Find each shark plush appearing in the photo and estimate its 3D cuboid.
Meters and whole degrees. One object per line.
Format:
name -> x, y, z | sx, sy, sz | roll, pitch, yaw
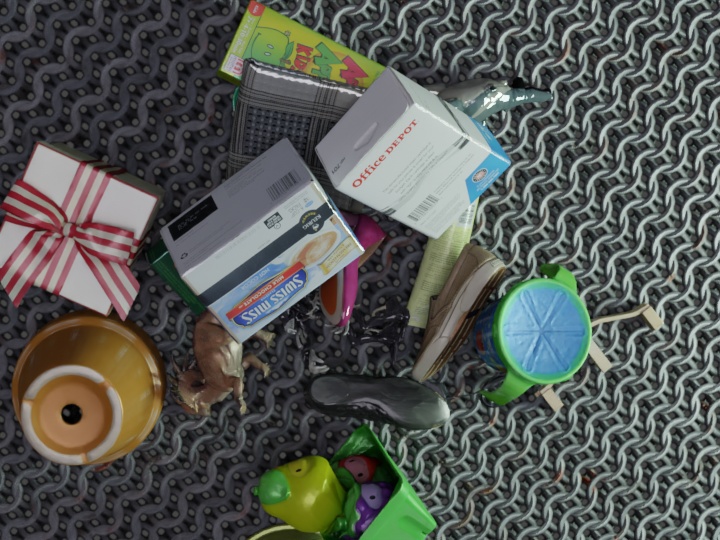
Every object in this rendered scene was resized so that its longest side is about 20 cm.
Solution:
shark plush -> 0.155, -0.214, 1.669 | 0.199, 0.091, 0.084 | -22, 119, -22

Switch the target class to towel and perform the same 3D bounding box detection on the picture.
towel -> -0.068, -0.165, 1.604 | 0.198, 0.035, 0.194 | 13, 129, -4

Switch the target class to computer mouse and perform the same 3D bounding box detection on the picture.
computer mouse -> 0.129, 0.170, 1.709 | 0.198, 0.034, 0.059 | -10, 88, -5

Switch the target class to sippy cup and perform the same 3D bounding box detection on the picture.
sippy cup -> 0.215, 0.083, 1.646 | 0.177, 0.130, 0.141 | -25, 93, -19

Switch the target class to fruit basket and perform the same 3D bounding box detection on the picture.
fruit basket -> -0.027, 0.286, 1.625 | 0.215, 0.216, 0.156 | 40, 92, -8

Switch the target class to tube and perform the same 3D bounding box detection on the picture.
tube -> 0.112, -0.017, 1.681 | 0.058, 0.052, 0.202 | 19, 102, 33

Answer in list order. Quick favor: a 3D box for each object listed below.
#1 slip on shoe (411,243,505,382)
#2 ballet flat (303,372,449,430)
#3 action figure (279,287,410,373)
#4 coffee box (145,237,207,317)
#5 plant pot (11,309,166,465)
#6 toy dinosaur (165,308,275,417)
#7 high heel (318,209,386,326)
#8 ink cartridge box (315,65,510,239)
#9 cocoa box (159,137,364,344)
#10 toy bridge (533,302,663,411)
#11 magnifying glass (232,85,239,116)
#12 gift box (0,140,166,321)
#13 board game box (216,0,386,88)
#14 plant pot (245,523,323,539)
slip on shoe -> 0.116, 0.056, 1.655 | 0.060, 0.076, 0.201 | 39, 116, 20
ballet flat -> 0.022, 0.172, 1.668 | 0.198, 0.057, 0.067 | 12, 77, -7
action figure -> -0.039, 0.069, 1.643 | 0.198, 0.103, 0.119 | 10, 141, -12
coffee box -> -0.165, -0.037, 1.634 | 0.200, 0.044, 0.123 | -39, 121, 3
plant pot -> -0.353, 0.162, 1.593 | 0.198, 0.183, 0.202 | 0, 97, -4
toy dinosaur -> -0.191, 0.107, 1.633 | 0.134, 0.086, 0.202 | 9, 98, 20
high heel -> 0.000, 0.000, 1.604 | 0.096, 0.201, 0.067 | 20, 136, -23
ink cartridge box -> 0.066, -0.142, 1.560 | 0.199, 0.086, 0.146 | 25, 118, -42
cocoa box -> -0.121, -0.037, 1.543 | 0.199, 0.134, 0.131 | -36, 125, 1
toy bridge -> 0.317, 0.109, 1.718 | 0.200, 0.027, 0.067 | -39, 96, 1
magnifying glass -> -0.084, -0.180, 1.655 | 0.200, 0.022, 0.080 | 39, 88, -10
gift box -> -0.349, -0.041, 1.569 | 0.183, 0.187, 0.202 | 19, 94, -6
board game box -> -0.075, -0.257, 1.621 | 0.199, 0.048, 0.102 | 25, 85, -10
plant pot -> -0.090, 0.459, 1.649 | 0.198, 0.184, 0.202 | 0, 97, -4
